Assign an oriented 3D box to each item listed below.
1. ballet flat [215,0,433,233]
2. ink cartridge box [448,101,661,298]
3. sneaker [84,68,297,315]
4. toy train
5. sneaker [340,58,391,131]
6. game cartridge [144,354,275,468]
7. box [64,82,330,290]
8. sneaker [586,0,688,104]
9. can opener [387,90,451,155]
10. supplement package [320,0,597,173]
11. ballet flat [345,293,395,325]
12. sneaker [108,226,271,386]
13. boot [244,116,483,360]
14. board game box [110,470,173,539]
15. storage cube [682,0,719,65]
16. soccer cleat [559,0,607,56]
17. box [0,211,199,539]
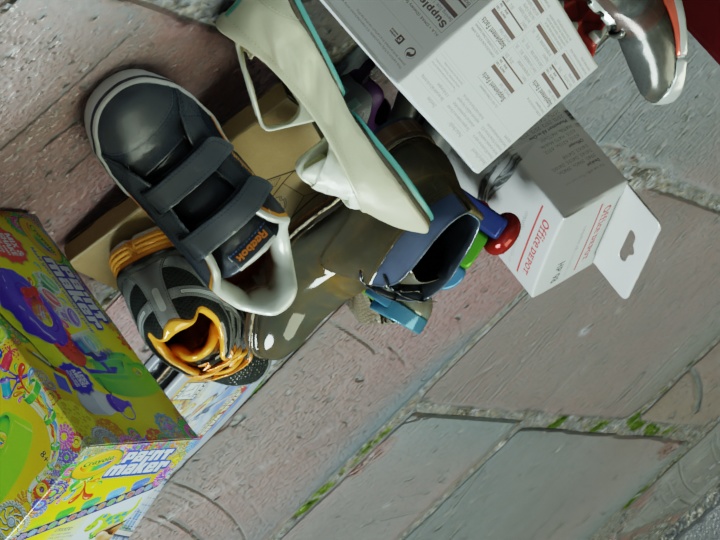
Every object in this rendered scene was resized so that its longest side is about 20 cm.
[{"bbox_3d":[-0.028,-0.095,1.505,0.069,0.200,0.070,-30,-164,9],"label":"ballet flat"},{"bbox_3d":[0.132,-0.065,1.779,0.067,0.200,0.116,-28,156,-24],"label":"ink cartridge box"},{"bbox_3d":[-0.099,-0.048,1.504,0.078,0.079,0.200,-43,132,-5],"label":"sneaker"},{"bbox_3d":[0.035,-0.022,1.756,0.116,0.085,0.200,-56,-162,-1],"label":"toy train"},{"bbox_3d":[-0.004,-0.076,1.714,0.087,0.074,0.200,-39,159,-13],"label":"sneaker"},{"bbox_3d":[-0.147,0.106,1.898,0.200,0.042,0.133,-48,153,21],"label":"game cartridge"},{"bbox_3d":[-0.082,-0.039,1.622,0.200,0.021,0.163,-35,145,19],"label":"box"},{"bbox_3d":[0.172,-0.206,1.644,0.082,0.201,0.077,-20,-164,-11],"label":"sneaker"},{"bbox_3d":[0.076,-0.170,1.635,0.067,0.053,0.200,-31,148,-52],"label":"can opener"},{"bbox_3d":[0.043,-0.175,1.468,0.111,0.156,0.200,-41,159,3],"label":"supplement package"},{"bbox_3d":[0.016,-0.003,1.927,0.067,0.046,0.200,-33,158,-17],"label":"ballet flat"},{"bbox_3d":[-0.113,0.045,1.633,0.078,0.077,0.200,-30,149,9],"label":"sneaker"},{"bbox_3d":[0.000,0.000,1.588,0.075,0.097,0.200,18,112,-48],"label":"boot"},{"bbox_3d":[-0.234,0.112,1.602,0.200,0.200,0.062,-57,157,7],"label":"board game box"},{"bbox_3d":[0.374,-0.213,1.911,0.200,0.180,0.171,-43,159,13],"label":"storage cube"},{"bbox_3d":[0.145,-0.179,1.712,0.200,0.069,0.085,-49,-174,-33],"label":"soccer cleat"},{"bbox_3d":[-0.245,0.097,1.482,0.193,0.200,0.122,-48,157,21],"label":"box"}]
